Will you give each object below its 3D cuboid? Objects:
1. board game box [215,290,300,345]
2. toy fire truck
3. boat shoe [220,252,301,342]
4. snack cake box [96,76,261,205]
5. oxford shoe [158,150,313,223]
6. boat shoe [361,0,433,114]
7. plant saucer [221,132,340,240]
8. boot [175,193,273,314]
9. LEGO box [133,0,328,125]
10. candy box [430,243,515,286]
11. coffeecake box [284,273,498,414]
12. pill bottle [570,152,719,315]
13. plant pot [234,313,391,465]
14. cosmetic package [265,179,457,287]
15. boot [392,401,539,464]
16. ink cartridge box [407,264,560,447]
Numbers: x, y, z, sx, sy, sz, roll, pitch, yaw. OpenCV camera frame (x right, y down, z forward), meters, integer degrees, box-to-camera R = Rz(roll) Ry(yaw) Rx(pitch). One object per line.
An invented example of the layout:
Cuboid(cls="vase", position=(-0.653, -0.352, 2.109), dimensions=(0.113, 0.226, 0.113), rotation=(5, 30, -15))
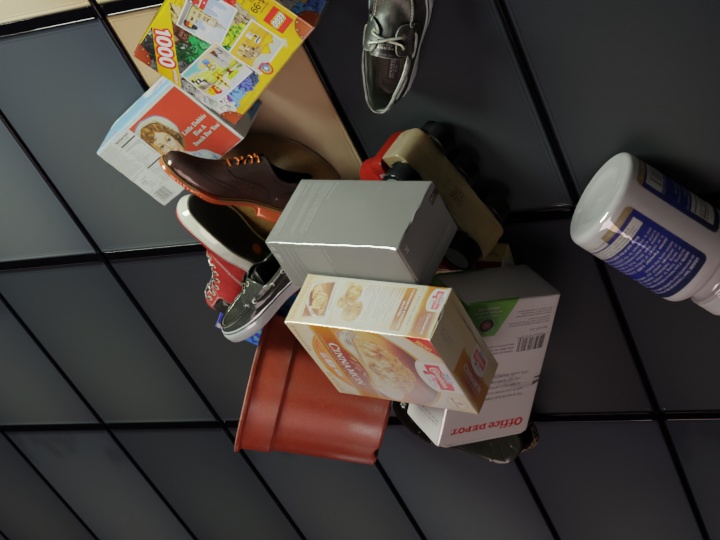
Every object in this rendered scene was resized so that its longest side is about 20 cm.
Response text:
Cuboid(cls="board game box", position=(-0.096, 0.066, 1.935), dimensions=(0.198, 0.045, 0.153), rotation=(23, 141, -3))
Cuboid(cls="toy fire truck", position=(0.054, -0.072, 1.670), dimensions=(0.176, 0.129, 0.199), rotation=(47, 155, -22))
Cuboid(cls="boat shoe", position=(-0.119, 0.013, 1.730), dimensions=(0.056, 0.069, 0.200), rotation=(34, 118, -29))
Cuboid(cls="snack cake box", position=(-0.230, -0.177, 1.699), dimensions=(0.115, 0.068, 0.199), rotation=(39, 138, -19))
Cuboid(cls="oxford shoe", position=(-0.150, -0.119, 1.658), dimensions=(0.198, 0.071, 0.073), rotation=(16, 116, -31))
Cuboid(cls="boat shoe", position=(0.038, -0.255, 1.484), dimensions=(0.071, 0.071, 0.202), rotation=(12, 140, 11))
Cuboid(cls="plant saucer", position=(-0.114, -0.092, 1.769), dimensions=(0.197, 0.036, 0.202), rotation=(13, 141, 11))
Cuboid(cls="boot", position=(-0.194, -0.011, 1.807), dimensions=(0.199, 0.073, 0.143), rotation=(39, 133, -26))
Cuboid(cls="LEGO box", position=(-0.146, -0.281, 1.532), dimensions=(0.148, 0.078, 0.200), rotation=(33, 140, -14))
Cuboid(cls="candy box", position=(0.159, 0.051, 1.794), dimensions=(0.114, 0.056, 0.201), rotation=(2, 137, 26))
Cuboid(cls="coffeecake box", position=(0.037, 0.084, 1.560), dimensions=(0.198, 0.074, 0.154), rotation=(5, 146, 34))
Cuboid(cls="pill bottle", position=(0.353, -0.036, 1.557), dimensions=(0.198, 0.121, 0.120), rotation=(31, 140, -11))
Cuboid(cls="plant pot", position=(-0.056, 0.172, 1.861), dimensions=(0.192, 0.203, 0.202), rotation=(13, 141, -1))
Cuboid(cls="cosmetic package", position=(0.001, -0.041, 1.570), dimensions=(0.198, 0.108, 0.091), rotation=(7, 144, 36))
Cuboid(cls="boot", position=(0.155, 0.213, 1.922), dimensions=(0.198, 0.074, 0.150), rotation=(18, -175, 23))
Cuboid(cls="ink cartridge box", position=(0.151, 0.105, 1.681), dimensions=(0.144, 0.084, 0.203), rotation=(-6, 120, -30))
